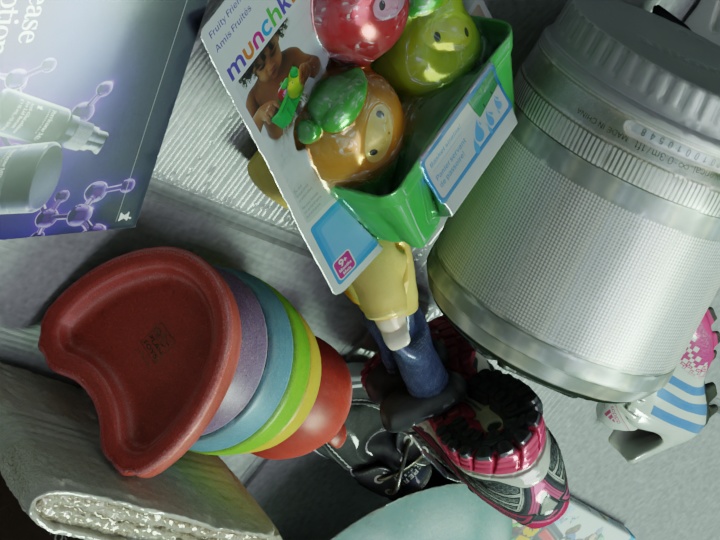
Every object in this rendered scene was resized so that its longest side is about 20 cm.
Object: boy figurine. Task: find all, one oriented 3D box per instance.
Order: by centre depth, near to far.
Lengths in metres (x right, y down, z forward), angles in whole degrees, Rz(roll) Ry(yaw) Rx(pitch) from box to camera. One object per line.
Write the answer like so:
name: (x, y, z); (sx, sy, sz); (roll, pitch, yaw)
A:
boy figurine: (0.000, 0.000, 1.357); (0.064, 0.125, 0.201); (-28, 125, 0)

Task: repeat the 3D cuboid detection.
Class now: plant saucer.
plant saucer: (0.025, 0.225, 1.570); (0.200, 0.039, 0.202); (-23, 144, -18)

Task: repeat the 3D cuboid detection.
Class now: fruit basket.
fruit basket: (0.009, -0.115, 1.235); (0.186, 0.093, 0.201); (-54, 144, -26)

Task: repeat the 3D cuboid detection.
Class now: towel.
towel: (-0.140, 0.110, 1.328); (0.199, 0.133, 0.035); (22, 108, -46)

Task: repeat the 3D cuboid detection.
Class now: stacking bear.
stacking bear: (-0.073, 0.060, 1.369); (0.114, 0.122, 0.200); (-43, 153, 12)

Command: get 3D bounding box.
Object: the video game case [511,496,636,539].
video game case: (0.111, 0.222, 1.758); (0.143, 0.018, 0.200); (-47, 143, 9)

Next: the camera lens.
camera lens: (0.141, -0.037, 1.357); (0.159, 0.160, 0.201); (6, 117, -44)

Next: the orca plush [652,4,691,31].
orca plush: (0.143, -0.075, 1.468); (0.105, 0.071, 0.201); (25, 109, -2)

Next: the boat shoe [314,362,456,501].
boat shoe: (0.025, 0.122, 1.541); (0.070, 0.066, 0.200); (-43, 143, 5)

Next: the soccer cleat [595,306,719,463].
soccer cleat: (0.201, 0.067, 1.633); (0.086, 0.070, 0.201); (-32, 143, -11)

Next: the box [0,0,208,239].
box: (-0.156, -0.116, 1.137); (0.140, 0.079, 0.201); (-9, 133, -38)

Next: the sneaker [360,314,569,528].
sneaker: (0.062, 0.092, 1.440); (0.080, 0.200, 0.075); (-32, 120, -5)

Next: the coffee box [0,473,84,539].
coffee box: (-0.128, 0.173, 1.420); (0.080, 0.114, 0.200); (-52, 142, 9)

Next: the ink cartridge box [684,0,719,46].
ink cartridge box: (0.304, -0.140, 1.500); (0.199, 0.086, 0.148); (8, 123, -46)
